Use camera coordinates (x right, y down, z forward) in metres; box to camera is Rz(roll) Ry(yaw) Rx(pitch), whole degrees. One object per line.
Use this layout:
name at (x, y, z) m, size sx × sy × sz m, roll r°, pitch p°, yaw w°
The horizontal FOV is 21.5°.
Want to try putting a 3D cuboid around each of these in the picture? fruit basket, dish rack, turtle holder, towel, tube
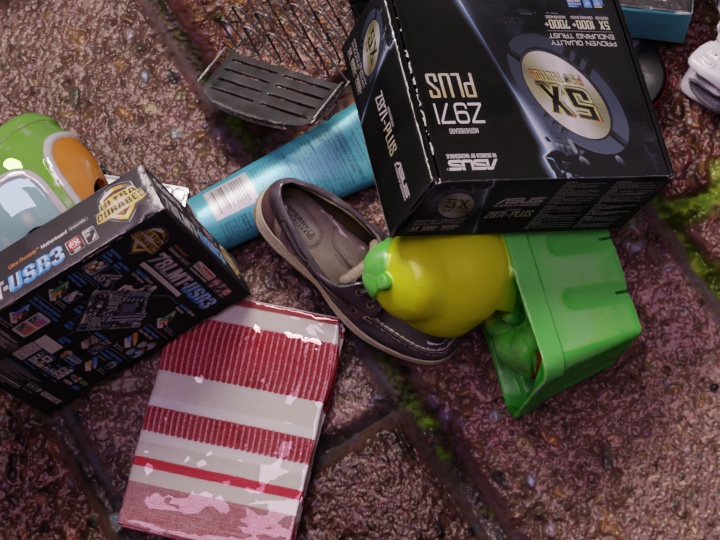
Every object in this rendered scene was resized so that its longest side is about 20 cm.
fruit basket at (0.092, 0.006, 1.446) m, size 0.215 × 0.156 × 0.216 m, roll 2°, pitch 71°, yaw -7°
dish rack at (-0.042, -0.205, 1.535) m, size 0.153 × 0.055 × 0.200 m, roll 20°, pitch 66°, yaw 41°
turtle holder at (-0.276, -0.028, 1.497) m, size 0.132 × 0.141 × 0.186 m, roll 38°, pitch 73°, yaw 13°
towel at (-0.101, 0.122, 1.511) m, size 0.144 × 0.023 × 0.200 m, roll 11°, pitch 75°, yaw 12°
tube at (-0.042, -0.079, 1.545) m, size 0.200 × 0.050 × 0.077 m, roll -27°, pitch 93°, yaw -4°

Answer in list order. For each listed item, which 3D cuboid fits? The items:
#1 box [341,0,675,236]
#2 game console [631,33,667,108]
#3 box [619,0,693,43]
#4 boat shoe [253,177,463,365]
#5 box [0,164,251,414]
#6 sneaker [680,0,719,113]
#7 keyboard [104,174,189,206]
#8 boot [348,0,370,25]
box at (0.106, -0.117, 1.386) m, size 0.200 × 0.086 × 0.164 m, roll -2°, pitch 65°, yaw -24°
game console at (0.135, -0.181, 1.556) m, size 0.200 × 0.031 × 0.177 m, roll -19°, pitch 74°, yaw 1°
box at (0.234, -0.286, 1.545) m, size 0.082 × 0.049 × 0.200 m, roll 7°, pitch 68°, yaw 5°
boat shoe at (0.000, 0.000, 1.490) m, size 0.200 × 0.065 × 0.072 m, roll 43°, pitch 80°, yaw 0°
box at (-0.205, 0.021, 1.448) m, size 0.198 × 0.200 × 0.050 m, roll -32°, pitch 66°, yaw 4°
sneaker at (0.298, -0.204, 1.518) m, size 0.115 × 0.075 × 0.200 m, roll -27°, pitch 77°, yaw -3°
keyboard at (-0.244, -0.057, 1.581) m, size 0.200 × 0.011 × 0.056 m, roll 9°, pitch 77°, yaw 9°
boot at (0.082, -0.178, 1.500) m, size 0.162 × 0.073 × 0.198 m, roll -25°, pitch 114°, yaw -28°
